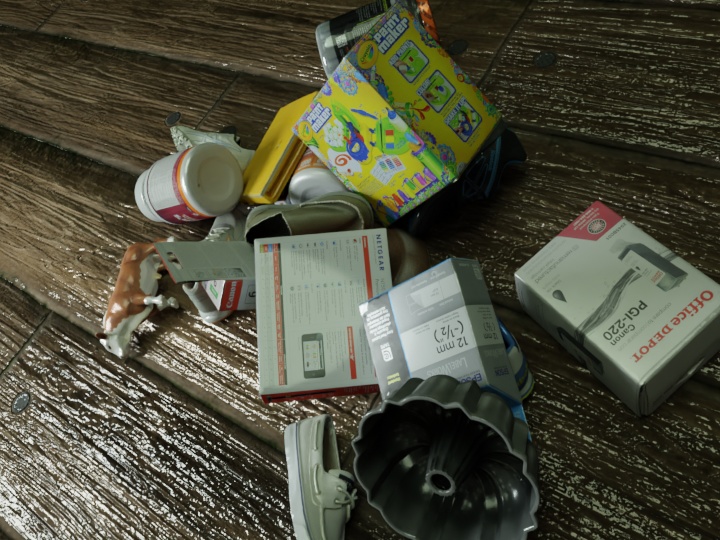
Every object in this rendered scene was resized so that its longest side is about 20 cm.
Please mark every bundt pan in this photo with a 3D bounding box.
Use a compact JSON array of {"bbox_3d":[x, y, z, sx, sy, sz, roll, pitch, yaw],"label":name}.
[{"bbox_3d":[0.093,0.191,0.721,0.196,0.207,0.076,4,29,27],"label":"bundt pan"}]

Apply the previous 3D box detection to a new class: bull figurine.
[{"bbox_3d":[-0.343,0.035,1.105,0.118,0.066,0.205,-10,55,12],"label":"bull figurine"}]

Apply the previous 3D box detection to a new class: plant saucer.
[{"bbox_3d":[0.000,0.000,0.991,0.195,0.037,0.205,-13,53,17],"label":"plant saucer"}]

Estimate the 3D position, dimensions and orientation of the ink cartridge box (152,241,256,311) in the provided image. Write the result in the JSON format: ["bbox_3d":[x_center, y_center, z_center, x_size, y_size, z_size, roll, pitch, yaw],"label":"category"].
[{"bbox_3d":[-0.179,0.006,0.974,0.195,0.052,0.109,-2,31,-35],"label":"ink cartridge box"}]

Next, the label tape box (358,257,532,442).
[{"bbox_3d":[0.089,0.108,0.779,0.141,0.065,0.206,-27,70,36],"label":"label tape box"}]

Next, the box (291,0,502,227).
[{"bbox_3d":[0.040,-0.191,0.915,0.123,0.192,0.199,-50,10,-26],"label":"box"}]

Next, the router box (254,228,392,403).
[{"bbox_3d":[-0.043,0.055,0.894,0.173,0.049,0.206,-4,69,-2],"label":"router box"}]

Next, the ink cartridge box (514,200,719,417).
[{"bbox_3d":[0.292,0.038,0.797,0.145,0.085,0.200,-39,52,-6],"label":"ink cartridge box"}]

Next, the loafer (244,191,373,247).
[{"bbox_3d":[-0.076,-0.057,0.979,0.194,0.077,0.070,-8,24,20],"label":"loafer"}]

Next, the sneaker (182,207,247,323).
[{"bbox_3d":[-0.218,-0.029,1.073,0.074,0.093,0.205,-11,52,18],"label":"sneaker"}]

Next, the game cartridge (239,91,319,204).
[{"bbox_3d":[-0.130,-0.186,1.109,0.180,0.032,0.199,-62,21,-6],"label":"game cartridge"}]

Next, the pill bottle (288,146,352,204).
[{"bbox_3d":[-0.033,-0.177,1.077,0.109,0.113,0.204,-2,52,23],"label":"pill bottle"}]

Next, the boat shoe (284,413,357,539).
[{"bbox_3d":[-0.038,0.255,0.808,0.068,0.071,0.203,-24,44,9],"label":"boat shoe"}]

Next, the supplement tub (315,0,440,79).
[{"bbox_3d":[0.032,-0.389,1.196,0.195,0.123,0.125,-17,51,13],"label":"supplement tub"}]

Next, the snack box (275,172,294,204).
[{"bbox_3d":[-0.085,-0.167,1.124,0.024,0.072,0.205,1,57,24],"label":"snack box"}]

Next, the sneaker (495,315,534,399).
[{"bbox_3d":[0.131,0.068,0.851,0.074,0.083,0.200,-40,48,-6],"label":"sneaker"}]

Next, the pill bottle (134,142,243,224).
[{"bbox_3d":[-0.281,-0.134,1.136,0.197,0.109,0.112,-5,51,49],"label":"pill bottle"}]

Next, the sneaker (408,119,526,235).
[{"bbox_3d":[0.146,-0.117,0.976,0.201,0.082,0.073,-48,8,6],"label":"sneaker"}]

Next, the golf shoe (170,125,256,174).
[{"bbox_3d":[-0.258,-0.210,1.250,0.096,0.080,0.199,-34,52,-27],"label":"golf shoe"}]
